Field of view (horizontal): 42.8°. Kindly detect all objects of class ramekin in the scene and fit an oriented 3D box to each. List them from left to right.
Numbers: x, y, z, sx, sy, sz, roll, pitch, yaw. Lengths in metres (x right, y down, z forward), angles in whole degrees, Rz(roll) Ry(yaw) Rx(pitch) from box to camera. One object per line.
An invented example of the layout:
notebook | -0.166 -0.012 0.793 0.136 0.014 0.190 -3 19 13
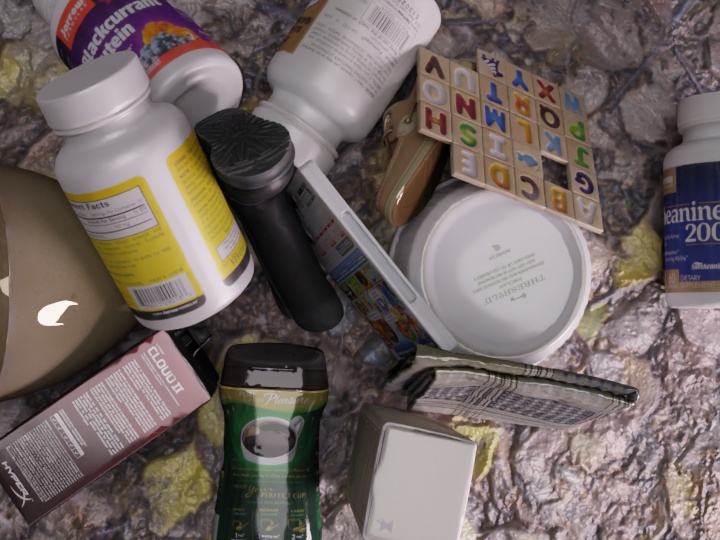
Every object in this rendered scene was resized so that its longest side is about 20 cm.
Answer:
ramekin | 0.125 0.003 0.870 0.200 0.094 0.205 0 87 -5

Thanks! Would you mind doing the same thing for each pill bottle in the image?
pill bottle | -0.206 -0.202 0.824 0.111 0.112 0.200 -43 69 -5
pill bottle | -0.169 -0.063 0.723 0.110 0.111 0.201 -24 119 -5
pill bottle | -0.022 -0.184 0.856 0.114 0.114 0.201 33 85 -2
pill bottle | 0.349 -0.064 0.882 0.110 0.111 0.203 0 87 -5

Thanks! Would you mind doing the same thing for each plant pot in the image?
plant pot | -0.268 0.009 0.807 0.133 0.199 0.203 -2 87 -36

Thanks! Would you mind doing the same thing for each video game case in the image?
video game case | 0.000 0.000 0.835 0.018 0.143 0.201 -39 91 -16

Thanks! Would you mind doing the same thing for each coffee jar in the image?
coffee jar | -0.083 0.168 0.850 0.103 0.085 0.203 3 88 -2

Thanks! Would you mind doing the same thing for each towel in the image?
towel | 0.121 0.111 0.818 0.198 0.193 0.035 11 75 -4

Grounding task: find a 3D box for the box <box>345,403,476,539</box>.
box | 0.037 0.175 0.802 0.077 0.200 0.096 12 87 -4

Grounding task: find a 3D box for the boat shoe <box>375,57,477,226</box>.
boat shoe | 0.051 -0.125 0.862 0.064 0.072 0.201 19 55 14

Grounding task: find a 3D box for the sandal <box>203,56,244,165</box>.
sandal | -0.164 -0.117 0.871 0.080 0.054 0.202 19 86 -4

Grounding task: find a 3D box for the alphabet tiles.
alphabet tiles | 0.137 -0.133 0.847 0.198 0.008 0.169 18 54 -23

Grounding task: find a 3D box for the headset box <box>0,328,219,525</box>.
headset box | -0.211 0.119 0.810 0.199 0.149 0.075 -34 94 -4

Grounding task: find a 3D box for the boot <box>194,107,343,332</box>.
boot | -0.067 -0.027 0.785 0.065 0.165 0.202 -24 119 -9
